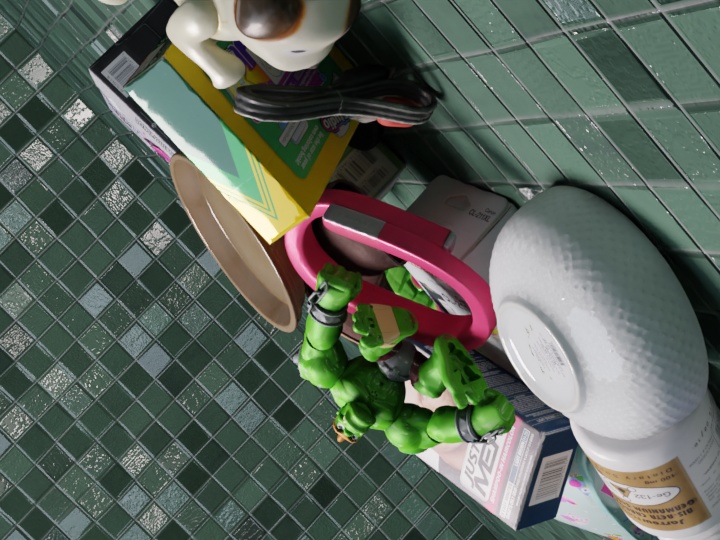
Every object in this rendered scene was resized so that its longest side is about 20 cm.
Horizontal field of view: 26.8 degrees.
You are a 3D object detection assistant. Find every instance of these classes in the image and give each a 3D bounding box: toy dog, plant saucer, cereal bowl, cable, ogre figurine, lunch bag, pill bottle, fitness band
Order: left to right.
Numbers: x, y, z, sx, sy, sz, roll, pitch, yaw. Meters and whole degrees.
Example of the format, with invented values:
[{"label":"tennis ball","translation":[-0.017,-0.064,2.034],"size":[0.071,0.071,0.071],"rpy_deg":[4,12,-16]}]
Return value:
[{"label":"plant saucer","translation":[-0.112,-0.031,1.425],"size":[0.200,0.029,0.201],"rpy_deg":[50,164,20]},{"label":"toy dog","translation":[-0.078,-0.228,1.092],"size":[0.200,0.139,0.195],"rpy_deg":[42,135,28]},{"label":"cable","translation":[-0.014,-0.122,1.169],"size":[0.097,0.199,0.051],"rpy_deg":[30,121,25]},{"label":"fitness band","translation":[0.025,0.000,1.263],"size":[0.198,0.038,0.144],"rpy_deg":[23,152,17]},{"label":"ogre figurine","translation":[0.026,0.090,1.279],"size":[0.198,0.099,0.120],"rpy_deg":[23,138,-19]},{"label":"lunch bag","translation":[0.196,0.172,1.445],"size":[0.169,0.123,0.199],"rpy_deg":[16,167,41]},{"label":"cereal bowl","translation":[0.161,0.044,1.126],"size":[0.200,0.083,0.201],"rpy_deg":[49,158,28]},{"label":"pill bottle","translation":[0.259,0.158,1.268],"size":[0.114,0.114,0.200],"rpy_deg":[36,168,45]}]

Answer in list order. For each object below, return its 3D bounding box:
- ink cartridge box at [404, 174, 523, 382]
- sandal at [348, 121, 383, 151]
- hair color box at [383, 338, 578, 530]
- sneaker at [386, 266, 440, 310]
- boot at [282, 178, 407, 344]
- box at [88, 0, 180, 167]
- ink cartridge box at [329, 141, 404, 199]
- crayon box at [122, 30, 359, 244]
[{"label":"ink cartridge box","translation":[0.128,0.023,1.360],"size":[0.200,0.083,0.145],"rpy_deg":[49,171,-26]},{"label":"sandal","translation":[-0.060,-0.178,1.419],"size":[0.198,0.045,0.075],"rpy_deg":[29,145,11]},{"label":"hair color box","translation":[0.100,0.136,1.362],"size":[0.060,0.101,0.199],"rpy_deg":[-7,-150,-42]},{"label":"sneaker","translation":[0.091,0.034,1.619],"size":[0.200,0.077,0.084],"rpy_deg":[44,171,25]},{"label":"boot","translation":[0.000,0.000,1.359],"size":[0.200,0.072,0.166],"rpy_deg":[48,161,-18]},{"label":"box","translation":[-0.195,-0.188,1.741],"size":[0.200,0.132,0.115],"rpy_deg":[43,170,16]},{"label":"ink cartridge box","translation":[-0.019,-0.073,1.540],"size":[0.059,0.104,0.200],"rpy_deg":[45,171,1]},{"label":"crayon box","translation":[-0.085,-0.149,1.252],"size":[0.058,0.201,0.173],"rpy_deg":[-29,112,34]}]
